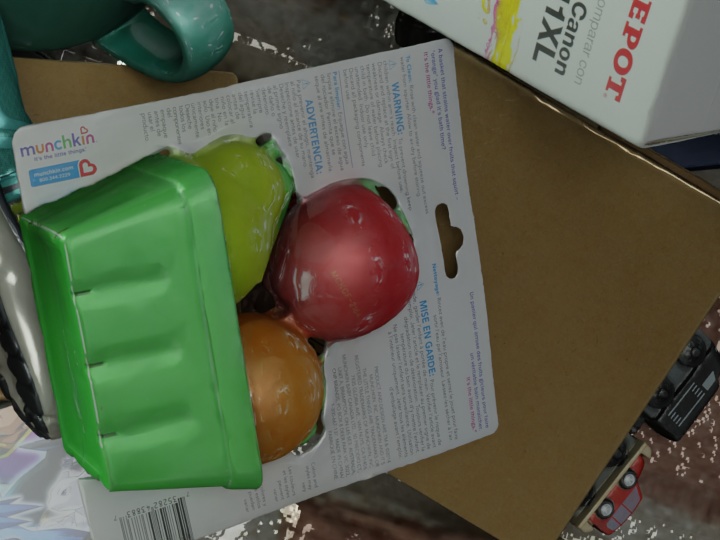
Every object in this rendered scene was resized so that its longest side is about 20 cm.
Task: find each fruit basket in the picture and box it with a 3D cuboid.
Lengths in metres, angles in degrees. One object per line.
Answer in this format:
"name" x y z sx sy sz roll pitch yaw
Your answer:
"fruit basket" -0.038 0.009 0.692 0.200 0.094 0.186 -18 108 -31

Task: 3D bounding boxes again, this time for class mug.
"mug" -0.151 -0.165 0.758 0.152 0.114 0.185 -5 75 -22

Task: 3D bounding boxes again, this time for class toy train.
"toy train" 0.127 0.115 0.874 0.046 0.034 0.200 42 83 -21

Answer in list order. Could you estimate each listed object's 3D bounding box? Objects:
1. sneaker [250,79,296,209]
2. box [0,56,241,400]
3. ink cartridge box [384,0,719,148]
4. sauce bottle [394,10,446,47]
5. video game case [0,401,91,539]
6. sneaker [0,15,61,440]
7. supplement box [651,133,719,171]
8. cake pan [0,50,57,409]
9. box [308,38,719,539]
"sneaker" 0.001 0.000 0.819 0.201 0.067 0.108 36 84 -21
"box" -0.154 -0.019 0.766 0.200 0.021 0.164 2 82 -20
"ink cartridge box" 0.088 -0.161 0.685 0.083 0.200 0.146 -14 128 -43
"sauce bottle" 0.045 -0.207 0.809 0.065 0.065 0.200 2 113 -11
"video game case" -0.223 0.093 0.809 0.200 0.026 0.181 41 83 -9
"sneaker" -0.143 -0.026 0.727 0.080 0.077 0.200 -22 101 -27
"supplement box" 0.182 -0.152 0.826 0.200 0.134 0.200 -6 92 -11
"cake pan" -0.201 -0.030 0.784 0.200 0.037 0.201 3 81 -19
"box" 0.064 0.018 0.760 0.163 0.021 0.200 31 112 3
